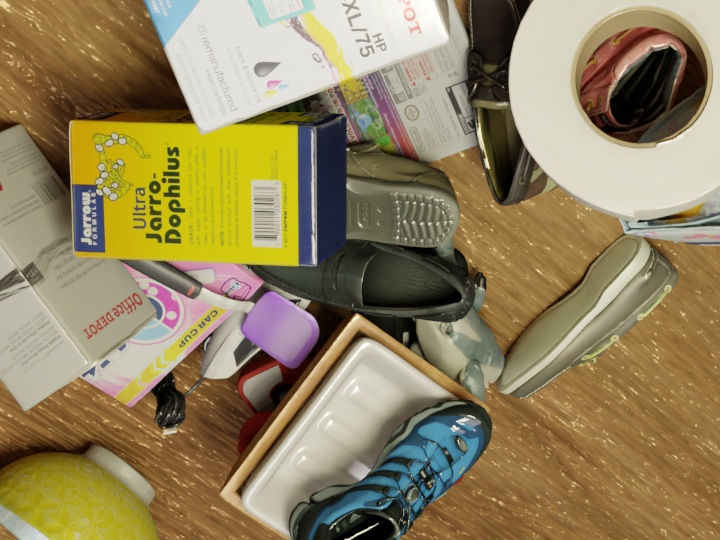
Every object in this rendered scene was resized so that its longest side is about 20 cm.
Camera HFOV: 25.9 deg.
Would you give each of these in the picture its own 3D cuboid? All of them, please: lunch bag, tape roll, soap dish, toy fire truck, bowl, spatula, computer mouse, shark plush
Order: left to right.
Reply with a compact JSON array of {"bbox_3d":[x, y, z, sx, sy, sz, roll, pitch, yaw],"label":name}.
[{"bbox_3d":[-0.261,0.234,1.509,0.108,0.199,0.200,-53,124,-20],"label":"bowl"},{"bbox_3d":[-0.125,0.022,1.346,0.199,0.021,0.057,27,116,-22],"label":"spatula"},{"bbox_3d":[-0.123,0.060,1.424,0.200,0.110,0.044,-43,110,12],"label":"computer mouse"},{"bbox_3d":[-0.015,0.146,1.461,0.167,0.112,0.201,-25,115,16],"label":"toy fire truck"},{"bbox_3d":[-0.008,0.151,1.372,0.157,0.081,0.201,35,98,-21],"label":"soap dish"},{"bbox_3d":[0.082,0.031,1.418,0.083,0.090,0.202,-35,119,-27],"label":"shark plush"},{"bbox_3d":[0.213,-0.141,1.188,0.200,0.071,0.205,0,87,11],"label":"tape roll"},{"bbox_3d":[0.320,-0.086,1.292,0.199,0.128,0.169,-37,159,22],"label":"lunch bag"}]

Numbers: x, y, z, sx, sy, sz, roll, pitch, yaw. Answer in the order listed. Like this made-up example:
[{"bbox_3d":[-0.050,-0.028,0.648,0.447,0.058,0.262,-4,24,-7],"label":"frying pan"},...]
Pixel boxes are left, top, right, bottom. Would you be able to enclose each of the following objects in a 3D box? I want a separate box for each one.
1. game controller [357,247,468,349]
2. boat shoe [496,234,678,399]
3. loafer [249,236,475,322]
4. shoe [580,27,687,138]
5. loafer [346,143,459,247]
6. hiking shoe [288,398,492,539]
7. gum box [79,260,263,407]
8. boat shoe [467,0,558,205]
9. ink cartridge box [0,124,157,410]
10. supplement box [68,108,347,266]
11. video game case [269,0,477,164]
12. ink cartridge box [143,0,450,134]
[{"bbox_3d":[0.049,0.064,1.475,0.103,0.042,0.202,-11,128,-15],"label":"game controller"},{"bbox_3d":[0.209,0.054,1.454,0.060,0.072,0.202,34,113,-21],"label":"boat shoe"},{"bbox_3d":[0.000,0.000,1.327,0.198,0.070,0.069,13,90,7],"label":"loafer"},{"bbox_3d":[0.193,-0.135,1.300,0.071,0.091,0.201,25,120,-22],"label":"shoe"},{"bbox_3d":[-0.011,-0.068,1.322,0.198,0.070,0.076,13,125,6],"label":"loafer"},{"bbox_3d":[0.035,0.189,1.304,0.199,0.087,0.075,-38,113,0],"label":"hiking shoe"},{"bbox_3d":[-0.193,0.024,1.399,0.113,0.066,0.200,36,116,-26],"label":"gum box"},{"bbox_3d":[0.120,-0.147,1.273,0.073,0.065,0.202,7,121,45],"label":"boat shoe"},{"bbox_3d":[-0.275,-0.004,1.276,0.083,0.145,0.201,-34,94,21],"label":"ink cartridge box"},{"bbox_3d":[-0.118,-0.068,1.240,0.198,0.109,0.111,2,101,11],"label":"supplement box"},{"bbox_3d":[0.006,-0.164,1.307,0.181,0.023,0.201,-20,126,10],"label":"video game case"},{"bbox_3d":[-0.048,-0.219,1.167,0.198,0.146,0.148,-19,111,9],"label":"ink cartridge box"}]
